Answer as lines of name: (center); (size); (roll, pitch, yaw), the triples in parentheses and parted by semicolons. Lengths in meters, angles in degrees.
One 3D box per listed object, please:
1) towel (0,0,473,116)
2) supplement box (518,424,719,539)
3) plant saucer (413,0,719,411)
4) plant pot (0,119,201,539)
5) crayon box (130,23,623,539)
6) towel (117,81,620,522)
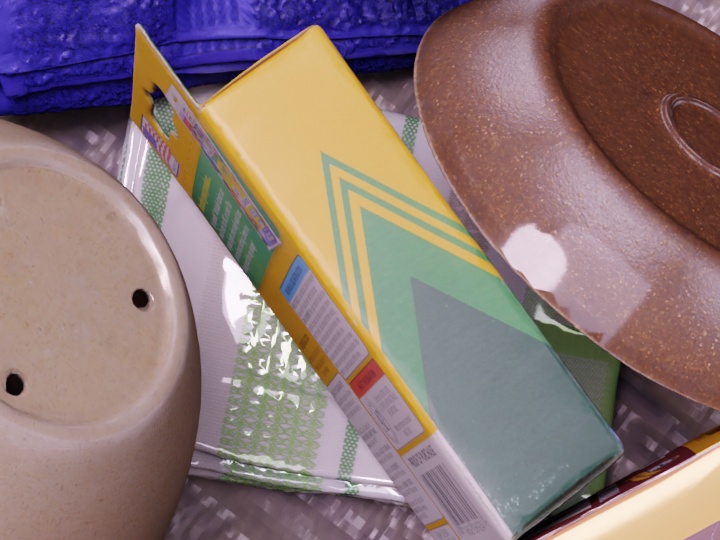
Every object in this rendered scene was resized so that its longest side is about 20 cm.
towel: (-0.044, -0.133, 0.805); (0.199, 0.050, 0.149); (-8, 111, -18)
supplement box: (0.090, 0.183, 0.752); (0.196, 0.133, 0.201); (-29, 84, 3)
plant saucer: (0.112, -0.035, 0.783); (0.200, 0.200, 0.037); (40, 123, 3)
plant pot: (-0.126, 0.030, 0.700); (0.199, 0.134, 0.202); (18, 57, -31)
crayon box: (0.000, 0.000, 0.767); (0.051, 0.126, 0.200); (-36, 86, -11)
towel: (0.002, 0.011, 0.840); (0.198, 0.031, 0.150); (10, 82, -2)
